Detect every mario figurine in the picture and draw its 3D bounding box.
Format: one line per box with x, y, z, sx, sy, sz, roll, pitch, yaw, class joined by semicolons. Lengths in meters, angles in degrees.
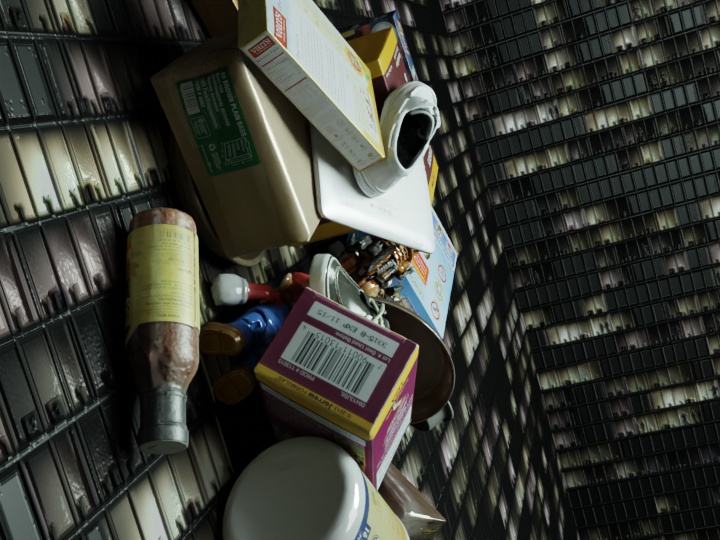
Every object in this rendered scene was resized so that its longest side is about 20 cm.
-0.108;0.066;0.978;0.200;0.105;0.125;-37;149;-61;mario figurine

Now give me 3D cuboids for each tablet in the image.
0.016;-0.099;1.019;0.198;0.013;0.133;16;61;-49;tablet

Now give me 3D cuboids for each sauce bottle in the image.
-0.166;0.049;0.775;0.066;0.065;0.204;47;33;-58;sauce bottle

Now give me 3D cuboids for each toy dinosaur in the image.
0.000;0.000;1.138;0.136;0.196;0.104;36;38;-87;toy dinosaur

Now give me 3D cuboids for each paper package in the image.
-0.106;-0.141;0.960;0.191;0.102;0.203;-69;142;-63;paper package

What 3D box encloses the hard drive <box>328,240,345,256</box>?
0.023;0.061;1.305;0.201;0.026;0.133;57;-2;45;hard drive

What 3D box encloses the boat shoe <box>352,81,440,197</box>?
0.054;-0.157;1.026;0.073;0.068;0.200;57;39;-16;boat shoe

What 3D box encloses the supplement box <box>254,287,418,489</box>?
-0.020;0.128;0.929;0.104;0.129;0.201;-58;165;-26;supplement box

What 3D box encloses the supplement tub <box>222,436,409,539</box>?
-0.031;0.270;0.903;0.201;0.142;0.146;59;24;-44;supplement tub

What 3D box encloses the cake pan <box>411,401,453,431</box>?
0.038;0.140;1.229;0.200;0.037;0.201;42;-16;14;cake pan

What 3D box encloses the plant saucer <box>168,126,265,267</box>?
-0.152;-0.101;1.001;0.200;0.029;0.204;-14;91;-73;plant saucer

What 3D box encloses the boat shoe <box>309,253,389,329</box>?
0.000;0.053;0.995;0.201;0.062;0.072;65;30;-46;boat shoe

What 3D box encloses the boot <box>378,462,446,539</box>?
0.039;0.255;1.092;0.199;0.065;0.186;35;1;37;boot

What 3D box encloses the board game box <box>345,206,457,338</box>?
0.066;-0.031;1.331;0.202;0.055;0.197;59;29;-28;board game box

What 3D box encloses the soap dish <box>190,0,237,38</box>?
-0.153;-0.366;1.115;0.158;0.080;0.203;60;23;-43;soap dish

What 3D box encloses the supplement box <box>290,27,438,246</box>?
-0.024;-0.168;1.181;0.133;0.194;0.203;-73;146;-59;supplement box

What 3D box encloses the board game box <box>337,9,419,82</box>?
-0.024;-0.249;1.240;0.035;0.196;0.137;-71;143;-60;board game box

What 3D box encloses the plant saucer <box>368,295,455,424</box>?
0.018;0.103;1.097;0.202;0.197;0.032;65;30;-31;plant saucer

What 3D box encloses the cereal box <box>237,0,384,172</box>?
-0.049;-0.211;0.927;0.200;0.039;0.146;42;31;-42;cereal box
